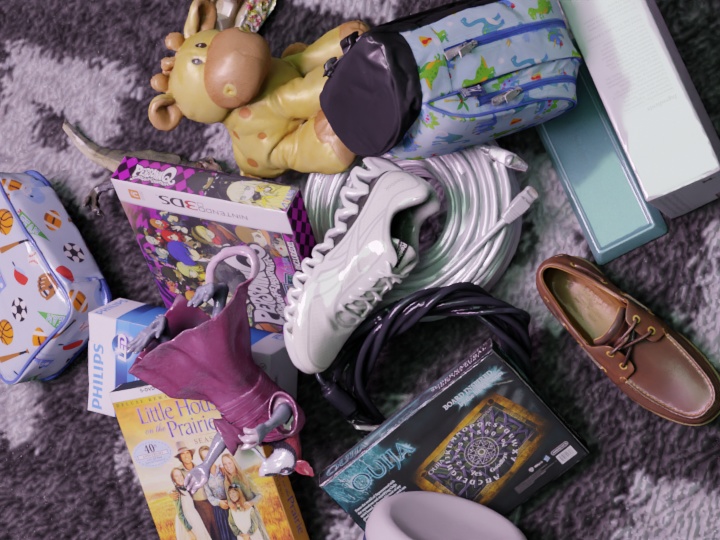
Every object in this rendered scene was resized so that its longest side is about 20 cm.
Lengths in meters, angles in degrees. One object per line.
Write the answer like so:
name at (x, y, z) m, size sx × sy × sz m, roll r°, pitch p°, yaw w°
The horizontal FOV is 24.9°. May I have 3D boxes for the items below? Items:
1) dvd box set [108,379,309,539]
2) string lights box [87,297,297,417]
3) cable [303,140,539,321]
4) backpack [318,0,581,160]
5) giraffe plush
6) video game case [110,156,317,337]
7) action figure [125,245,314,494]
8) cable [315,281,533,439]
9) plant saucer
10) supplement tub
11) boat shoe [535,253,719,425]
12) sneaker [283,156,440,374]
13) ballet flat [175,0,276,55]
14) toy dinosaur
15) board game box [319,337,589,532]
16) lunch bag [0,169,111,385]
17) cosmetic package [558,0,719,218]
dvd box set at (-0.137, 0.188, 1.504) m, size 0.146 × 0.029 × 0.201 m, roll -12°, pitch 102°, yaw 27°
string lights box at (-0.160, 0.098, 1.539) m, size 0.199 × 0.059 × 0.103 m, roll 12°, pitch 110°, yaw 23°
cable at (0.049, -0.054, 1.484) m, size 0.200 × 0.069 × 0.200 m, roll 39°, pitch 100°, yaw 22°
backpack at (0.088, -0.167, 1.380) m, size 0.200 × 0.163 × 0.154 m, roll -34°, pitch 87°, yaw -23°
giraffe plush at (-0.099, -0.167, 1.482) m, size 0.200 × 0.162 × 0.173 m, roll -34°, pitch 38°, yaw 32°
video game case at (-0.118, -0.012, 1.486) m, size 0.181 × 0.200 × 0.036 m, roll 12°, pitch 53°, yaw 23°
action figure at (-0.106, 0.104, 1.415) m, size 0.134 × 0.200 × 0.149 m, roll -18°, pitch 32°, yaw 44°
cable at (0.069, 0.095, 1.437) m, size 0.200 × 0.051 × 0.163 m, roll -30°, pitch 102°, yaw 20°
plant saucer at (0.202, -0.109, 1.456) m, size 0.070 × 0.019 × 0.201 m, roll -27°, pitch 73°, yaw 17°
supplement tub at (0.055, 0.305, 1.381) m, size 0.145 × 0.145 × 0.201 m, roll 21°, pitch 108°, yaw 23°
boat shoe at (0.225, 0.060, 1.398) m, size 0.200 × 0.068 × 0.072 m, roll 43°, pitch 100°, yaw 21°
sneaker at (0.000, 0.000, 1.403) m, size 0.081 × 0.075 × 0.201 m, roll 23°, pitch 85°, yaw 35°
ballet flat at (-0.132, -0.248, 1.584) m, size 0.075 × 0.064 × 0.201 m, roll 21°, pitch 91°, yaw 24°
toy dinosaur at (-0.225, -0.088, 1.613) m, size 0.199 × 0.047 × 0.088 m, roll 14°, pitch 75°, yaw 23°
board game box at (0.081, 0.169, 1.428) m, size 0.200 × 0.028 × 0.135 m, roll -39°, pitch 107°, yaw 13°
lunch bag at (-0.342, 0.006, 1.623) m, size 0.160 × 0.075 × 0.200 m, roll -45°, pitch 67°, yaw 34°
cosmetic package at (0.248, -0.152, 1.398) m, size 0.074 × 0.102 × 0.201 m, roll -25°, pitch 74°, yaw 18°
